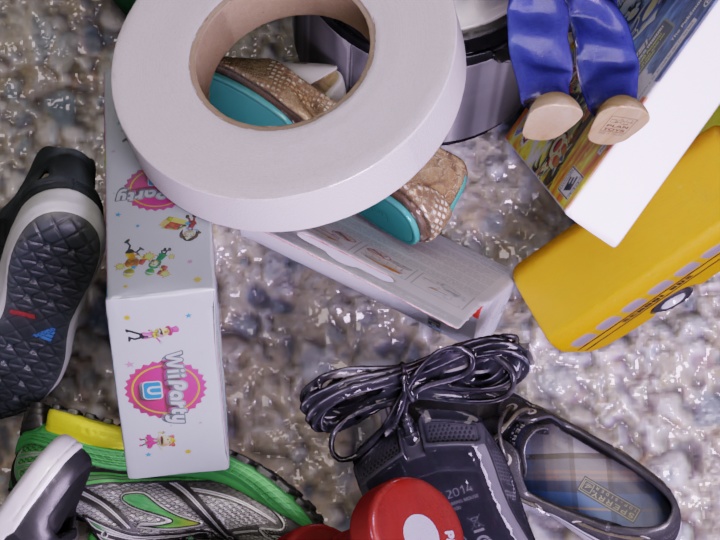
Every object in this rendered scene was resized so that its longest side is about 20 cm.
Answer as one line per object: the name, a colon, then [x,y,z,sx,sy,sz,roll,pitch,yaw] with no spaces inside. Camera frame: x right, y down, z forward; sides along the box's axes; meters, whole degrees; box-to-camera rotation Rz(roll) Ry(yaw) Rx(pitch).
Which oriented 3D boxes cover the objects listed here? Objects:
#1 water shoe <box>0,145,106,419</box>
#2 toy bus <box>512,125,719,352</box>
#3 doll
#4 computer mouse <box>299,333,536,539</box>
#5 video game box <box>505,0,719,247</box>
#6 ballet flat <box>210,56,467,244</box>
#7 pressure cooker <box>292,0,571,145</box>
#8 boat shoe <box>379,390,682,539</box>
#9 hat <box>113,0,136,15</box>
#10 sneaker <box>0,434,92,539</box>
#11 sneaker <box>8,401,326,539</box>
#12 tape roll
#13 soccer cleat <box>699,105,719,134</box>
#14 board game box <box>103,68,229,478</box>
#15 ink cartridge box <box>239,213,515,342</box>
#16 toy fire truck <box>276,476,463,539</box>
water shoe: [-0.197,0.010,1.639,0.071,0.200,0.079,19,43,-19]
toy bus: [0.194,-0.029,1.664,0.200,0.078,0.065,-36,71,24]
doll: [0.123,-0.170,1.576,0.136,0.048,0.200,2,64,-15]
computer mouse: [0.056,0.133,1.619,0.138,0.053,0.200,-15,106,10]
video game box: [0.175,-0.128,1.650,0.047,0.182,0.200,33,99,-14]
ballet flat: [-0.016,-0.085,1.666,0.200,0.071,0.065,35,65,23]
pressure cooker: [0.045,-0.185,1.692,0.176,0.200,0.179,-18,70,-7]
boat shoe: [0.103,0.112,1.653,0.200,0.066,0.070,31,72,10]
hat: [-0.114,-0.174,1.776,0.200,0.176,0.166,-28,35,-19]
sneaker: [-0.175,0.201,1.589,0.112,0.073,0.200,31,104,6]
sneaker: [-0.114,0.144,1.641,0.200,0.078,0.085,12,76,13]
tape roll: [-0.041,-0.115,1.553,0.203,0.037,0.203,-6,57,9]
soccer cleat: [0.215,-0.093,1.746,0.084,0.065,0.200,-16,73,25]
board game box: [-0.114,-0.002,1.610,0.064,0.148,0.200,-5,43,-3]
ink cartridge box: [0.000,0.000,1.628,0.160,0.200,0.047,27,104,8]
toy fire truck: [0.014,0.225,1.528,0.168,0.112,0.200,48,46,-10]
